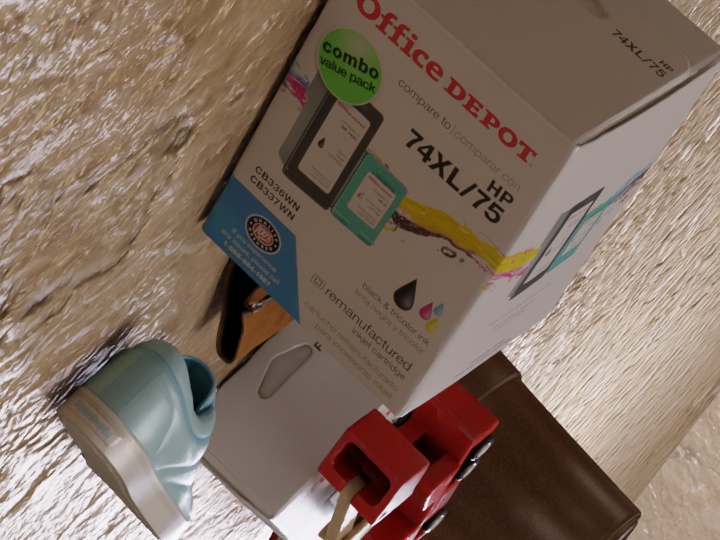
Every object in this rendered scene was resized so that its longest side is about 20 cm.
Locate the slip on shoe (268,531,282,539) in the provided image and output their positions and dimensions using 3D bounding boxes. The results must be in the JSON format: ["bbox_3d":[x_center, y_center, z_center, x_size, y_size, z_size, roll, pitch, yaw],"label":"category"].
[{"bbox_3d":[-0.018,0.174,2.015,0.200,0.074,0.061,-57,-161,17],"label":"slip on shoe"}]

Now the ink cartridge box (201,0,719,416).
[{"bbox_3d":[0.049,-0.064,1.309,0.146,0.147,0.200,-32,160,-47],"label":"ink cartridge box"}]

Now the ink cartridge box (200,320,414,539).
[{"bbox_3d":[-0.024,0.098,1.695,0.145,0.083,0.200,-46,167,-5],"label":"ink cartridge box"}]

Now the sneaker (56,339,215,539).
[{"bbox_3d":[-0.105,0.091,1.442,0.082,0.074,0.200,-41,167,-10],"label":"sneaker"}]

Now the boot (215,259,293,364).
[{"bbox_3d":[0.000,0.000,1.520,0.200,0.068,0.188,-38,165,-30],"label":"boot"}]

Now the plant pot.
[{"bbox_3d":[0.102,0.181,2.099,0.200,0.198,0.200,-43,166,-14],"label":"plant pot"}]

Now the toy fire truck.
[{"bbox_3d":[0.017,0.135,1.644,0.141,0.049,0.200,-36,164,-38],"label":"toy fire truck"}]
